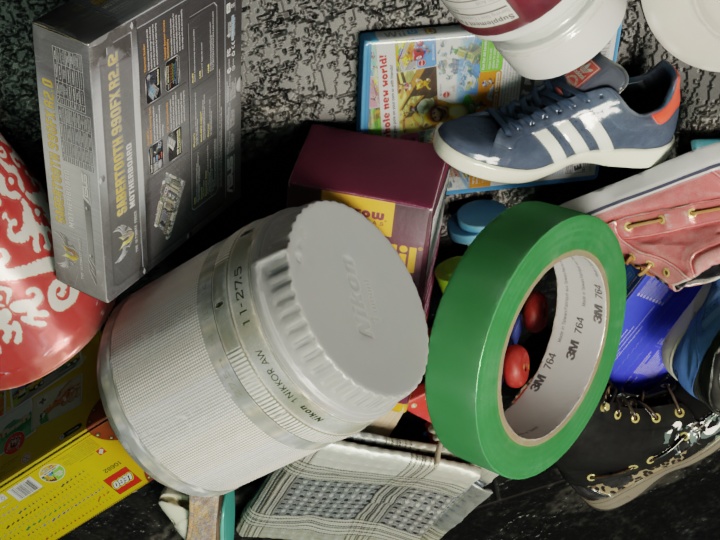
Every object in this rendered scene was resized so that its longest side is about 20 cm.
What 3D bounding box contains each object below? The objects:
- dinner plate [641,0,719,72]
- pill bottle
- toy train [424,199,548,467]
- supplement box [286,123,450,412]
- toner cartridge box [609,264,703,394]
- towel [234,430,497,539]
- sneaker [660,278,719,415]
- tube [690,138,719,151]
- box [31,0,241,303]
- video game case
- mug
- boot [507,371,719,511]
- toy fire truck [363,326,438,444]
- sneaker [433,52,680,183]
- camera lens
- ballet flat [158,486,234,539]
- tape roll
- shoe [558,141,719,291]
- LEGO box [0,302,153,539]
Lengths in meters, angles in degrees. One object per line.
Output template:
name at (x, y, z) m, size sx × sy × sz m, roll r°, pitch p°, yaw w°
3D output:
dinner plate at (0.306, -0.232, 1.069) m, size 0.199 × 0.024 × 0.201 m, roll -8°, pitch 128°, yaw -10°
pill bottle at (0.089, -0.226, 0.950) m, size 0.114 × 0.114 × 0.200 m, roll -36°, pitch 128°, yaw 13°
toy train at (0.083, 0.042, 1.111) m, size 0.084 × 0.200 × 0.116 m, roll 2°, pitch 127°, yaw 21°
supplement box at (0.000, 0.000, 1.096) m, size 0.110 × 0.086 × 0.201 m, roll 11°, pitch 128°, yaw 7°
toner cartridge box at (0.258, 0.024, 1.241) m, size 0.095 × 0.043 × 0.200 m, roll 20°, pitch 119°, yaw -28°
towel at (0.007, 0.207, 1.281) m, size 0.199 × 0.035 × 0.193 m, roll 11°, pitch 140°, yaw -20°
sneaker at (0.315, 0.020, 1.124) m, size 0.076 × 0.111 × 0.201 m, roll 19°, pitch 107°, yaw -24°
tube at (0.367, -0.085, 1.176) m, size 0.198 × 0.050 × 0.078 m, roll -11°, pitch 91°, yaw -11°
box at (-0.143, -0.102, 0.962) m, size 0.158 × 0.048 × 0.201 m, roll -43°, pitch 147°, yaw -43°
video game case at (0.095, -0.123, 1.096) m, size 0.198 × 0.018 × 0.144 m, roll -7°, pitch 129°, yaw -11°
mug at (-0.293, -0.022, 0.992) m, size 0.177 × 0.134 × 0.201 m, roll -27°, pitch 126°, yaw 4°
boot at (0.233, 0.115, 1.233) m, size 0.200 × 0.073 × 0.150 m, roll -39°, pitch 129°, yaw 21°
toy fire truck at (0.033, 0.116, 1.243) m, size 0.140 × 0.049 × 0.200 m, roll -26°, pitch 132°, yaw 6°
sneaker at (0.148, -0.121, 1.056) m, size 0.199 × 0.075 × 0.085 m, roll -9°, pitch 132°, yaw -23°
camera lens at (-0.072, 0.058, 1.002) m, size 0.199 × 0.161 × 0.160 m, roll -28°, pitch 132°, yaw 32°
ballet flat at (-0.141, 0.183, 1.246) m, size 0.067 × 0.068 × 0.201 m, roll 8°, pitch 121°, yaw 2°
tape roll at (0.126, 0.051, 1.058) m, size 0.200 × 0.048 × 0.202 m, roll -26°, pitch 125°, yaw -44°
shoe at (0.218, -0.022, 1.118) m, size 0.199 × 0.092 × 0.071 m, roll -24°, pitch 166°, yaw 36°
LEGO box at (-0.253, 0.130, 1.107) m, size 0.199 × 0.149 × 0.077 m, roll -32°, pitch 129°, yaw 10°
